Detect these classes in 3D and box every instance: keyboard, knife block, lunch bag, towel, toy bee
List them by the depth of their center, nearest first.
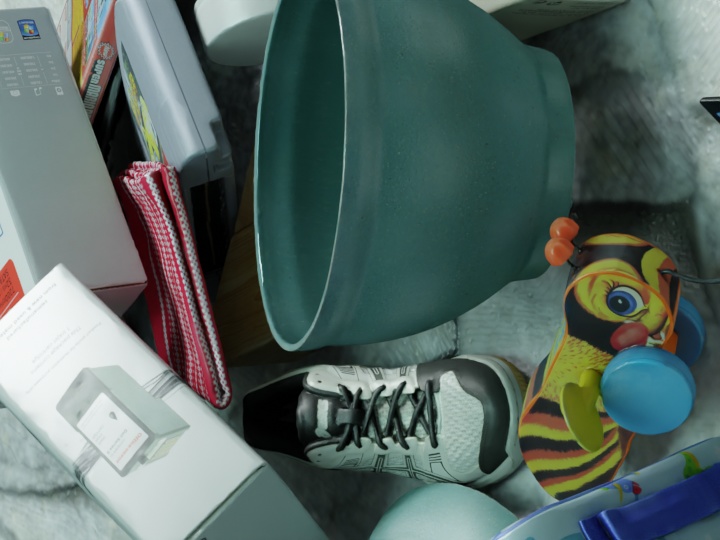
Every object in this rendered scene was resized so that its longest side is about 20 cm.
[{"bbox_3d":[0.109,0.159,1.441,0.083,0.199,0.161,55,130,15],"label":"lunch bag"},{"bbox_3d":[0.127,0.023,1.488,0.201,0.108,0.131,-56,8,14],"label":"toy bee"},{"bbox_3d":[0.000,0.000,1.686,0.175,0.064,0.201,40,123,44],"label":"knife block"},{"bbox_3d":[-0.112,0.007,1.752,0.200,0.022,0.146,-169,64,-80],"label":"towel"},{"bbox_3d":[-0.145,-0.122,1.870,0.104,0.039,0.201,-120,45,-69],"label":"keyboard"}]

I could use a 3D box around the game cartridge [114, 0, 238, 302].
[{"bbox_3d":[-0.108,-0.079,1.768,0.200,0.041,0.134,89,164,-64],"label":"game cartridge"}]

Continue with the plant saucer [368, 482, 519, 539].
[{"bbox_3d":[0.050,0.219,1.637,0.199,0.036,0.201,18,114,48],"label":"plant saucer"}]

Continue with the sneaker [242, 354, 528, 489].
[{"bbox_3d":[0.011,0.087,1.660,0.199,0.087,0.076,-8,84,51],"label":"sneaker"}]

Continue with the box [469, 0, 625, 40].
[{"bbox_3d":[0.051,-0.160,1.605,0.200,0.068,0.083,-18,77,51],"label":"box"}]

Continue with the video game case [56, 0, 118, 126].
[{"bbox_3d":[-0.170,-0.155,1.877,0.143,0.017,0.201,-96,23,-48],"label":"video game case"}]

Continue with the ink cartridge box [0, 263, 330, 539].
[{"bbox_3d":[-0.117,0.110,1.712,0.084,0.146,0.200,-44,57,-6],"label":"ink cartridge box"}]

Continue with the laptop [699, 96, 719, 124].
[{"bbox_3d":[0.249,0.021,1.330,0.177,0.103,0.202,3,95,53],"label":"laptop"}]

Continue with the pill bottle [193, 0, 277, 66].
[{"bbox_3d":[-0.075,-0.227,1.730,0.111,0.110,0.201,-33,67,48],"label":"pill bottle"}]

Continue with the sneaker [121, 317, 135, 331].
[{"bbox_3d":[-0.196,0.014,1.939,0.072,0.072,0.201,-27,73,48],"label":"sneaker"}]

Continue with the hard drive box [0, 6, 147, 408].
[{"bbox_3d":[-0.222,-0.037,1.841,0.156,0.076,0.201,-48,57,48],"label":"hard drive box"}]

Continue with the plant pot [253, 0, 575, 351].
[{"bbox_3d":[0.031,-0.057,1.517,0.200,0.133,0.202,-177,90,-76],"label":"plant pot"}]
